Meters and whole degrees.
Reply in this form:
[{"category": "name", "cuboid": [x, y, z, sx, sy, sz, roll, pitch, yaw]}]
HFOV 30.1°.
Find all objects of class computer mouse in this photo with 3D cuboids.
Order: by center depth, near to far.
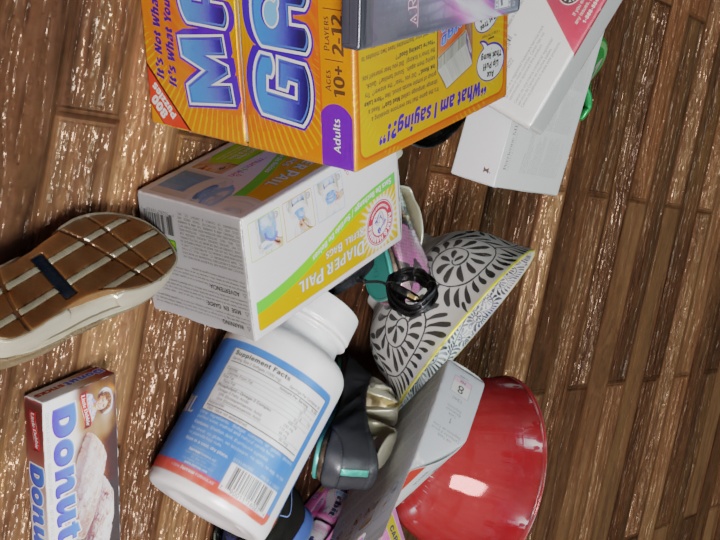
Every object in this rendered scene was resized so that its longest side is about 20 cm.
[{"category": "computer mouse", "cuboid": [0.000, 0.000, 1.116, 0.058, 0.199, 0.034, -37, 117, -23]}]

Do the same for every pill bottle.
[{"category": "pill bottle", "cuboid": [-0.081, 0.110, 1.110, 0.202, 0.111, 0.112, -61, 144, -19]}]

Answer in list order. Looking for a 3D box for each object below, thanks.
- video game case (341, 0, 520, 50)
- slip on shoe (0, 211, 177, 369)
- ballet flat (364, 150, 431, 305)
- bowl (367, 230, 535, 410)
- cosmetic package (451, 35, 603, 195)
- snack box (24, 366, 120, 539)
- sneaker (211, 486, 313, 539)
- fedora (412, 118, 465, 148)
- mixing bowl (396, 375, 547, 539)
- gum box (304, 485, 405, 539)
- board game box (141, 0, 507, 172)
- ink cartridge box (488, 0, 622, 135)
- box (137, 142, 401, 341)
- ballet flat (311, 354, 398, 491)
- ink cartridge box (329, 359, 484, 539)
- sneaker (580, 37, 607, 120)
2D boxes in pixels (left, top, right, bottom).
[{"category": "video game case", "cuboid": [0.054, -0.233, 0.894, 0.199, 0.019, 0.145, -25, 123, -50]}, {"category": "slip on shoe", "cuboid": [-0.210, 0.018, 0.939, 0.061, 0.076, 0.200, -47, 174, 37]}, {"category": "ballet flat", "cuboid": [0.015, -0.071, 1.180, 0.071, 0.069, 0.203, -25, 101, -40]}, {"category": "bowl", "cuboid": [0.068, 0.028, 1.281, 0.201, 0.094, 0.201, -47, 169, -12]}, {"category": "cosmetic package", "cuboid": [0.161, -0.175, 1.233, 0.150, 0.051, 0.203, 0, 107, -62]}, {"category": "snack box", "cuboid": [-0.217, 0.178, 1.019, 0.072, 0.024, 0.203, -22, 121, -48]}, {"category": "sneaker", "cuboid": [-0.113, 0.269, 1.173, 0.201, 0.069, 0.078, -61, 141, -29]}, {"category": "fedora", "cuboid": [0.095, -0.204, 1.252, 0.200, 0.091, 0.203, -26, 124, -47]}, {"category": "mixing bowl", "cuboid": [0.087, 0.194, 1.348, 0.107, 0.200, 0.203, 16, 90, -25]}, {"category": "gum box", "cuboid": [-0.010, 0.299, 1.328, 0.114, 0.066, 0.202, -48, 138, -32]}, {"category": "board game box", "cuboid": [-0.024, -0.213, 0.982, 0.199, 0.198, 0.203, -30, 126, -46]}, {"category": "ink cartridge box", "cuboid": [0.101, -0.228, 1.121, 0.146, 0.199, 0.083, -59, 168, 10]}, {"category": "box", "cuboid": [-0.066, -0.044, 1.070, 0.199, 0.111, 0.103, -35, 130, -45]}, {"category": "ballet flat", "cuboid": [0.000, 0.137, 1.196, 0.200, 0.072, 0.074, -78, 170, -70]}, {"category": "ink cartridge box", "cuboid": [0.030, 0.196, 1.177, 0.163, 0.057, 0.201, -51, -166, 45]}, {"category": "sneaker", "cuboid": [0.221, -0.192, 1.449, 0.200, 0.083, 0.075, -47, 137, -36]}]
